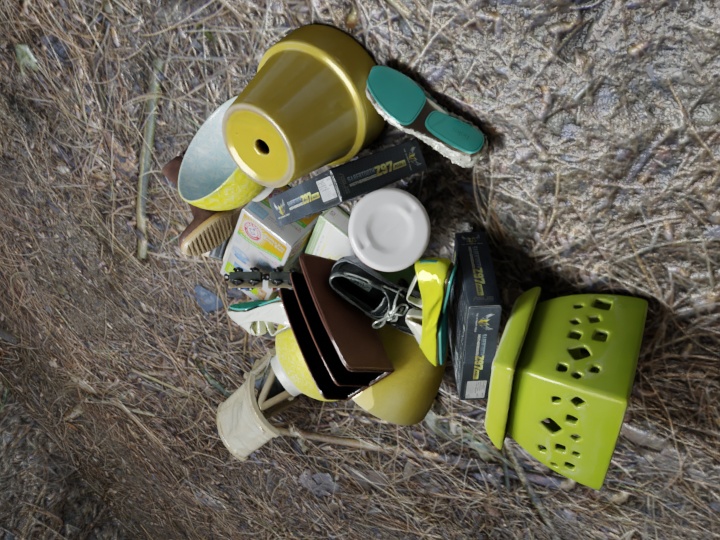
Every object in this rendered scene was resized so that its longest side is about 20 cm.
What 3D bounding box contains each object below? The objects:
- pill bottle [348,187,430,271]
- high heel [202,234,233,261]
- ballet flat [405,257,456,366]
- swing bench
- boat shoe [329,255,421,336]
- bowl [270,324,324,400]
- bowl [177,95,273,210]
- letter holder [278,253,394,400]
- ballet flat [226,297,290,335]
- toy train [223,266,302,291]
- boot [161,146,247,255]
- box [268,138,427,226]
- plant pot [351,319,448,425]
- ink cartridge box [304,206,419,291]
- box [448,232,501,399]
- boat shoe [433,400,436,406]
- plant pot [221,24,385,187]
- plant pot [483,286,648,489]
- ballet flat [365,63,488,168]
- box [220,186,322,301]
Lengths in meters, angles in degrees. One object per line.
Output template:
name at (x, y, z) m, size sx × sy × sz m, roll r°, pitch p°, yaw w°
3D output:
pill bottle at (0.038, -0.056, 1.246) m, size 0.114 × 0.114 × 0.200 m, roll 44°, pitch 180°, yaw -1°
high heel at (-0.251, -0.089, 1.607) m, size 0.071 × 0.144 × 0.200 m, roll 18°, pitch 177°, yaw -12°
ballet flat at (0.099, 0.058, 1.245) m, size 0.066 × 0.067 × 0.201 m, roll 11°, pitch 134°, yaw 10°
swing bench at (-0.192, 0.256, 1.730) m, size 0.130 × 0.200 × 0.199 m, roll 45°, pitch 142°, yaw -2°
boat shoe at (0.041, 0.051, 1.300) m, size 0.199 × 0.068 × 0.074 m, roll 36°, pitch 116°, yaw -8°
bowl at (-0.097, 0.163, 1.542) m, size 0.201 × 0.107 × 0.200 m, roll 56°, pitch -176°, yaw -5°
bowl at (-0.192, -0.172, 1.384) m, size 0.199 × 0.202 × 0.107 m, roll -8°, pitch 148°, yaw 45°
letter holder at (-0.056, 0.088, 1.321) m, size 0.100 × 0.142 × 0.201 m, roll -34°, pitch 67°, yaw 23°
ballet flat at (-0.168, 0.082, 1.482) m, size 0.199 × 0.069 × 0.070 m, roll -10°, pitch 118°, yaw 48°
toy train at (-0.131, 0.016, 1.444) m, size 0.198 × 0.034 × 0.046 m, roll 1°, pitch 156°, yaw -3°
boot at (-0.283, -0.124, 1.469) m, size 0.166 × 0.200 × 0.073 m, roll 32°, pitch 146°, yaw 18°
box at (-0.022, -0.126, 1.241) m, size 0.199 × 0.157 × 0.051 m, roll -13°, pitch 99°, yaw 59°
plant pot at (0.067, 0.134, 1.424) m, size 0.200 × 0.200 × 0.142 m, roll 38°, pitch 116°, yaw 8°
ink cartridge box at (0.000, 0.000, 1.453) m, size 0.200 × 0.048 × 0.146 m, roll 40°, pitch 141°, yaw 10°
box at (0.166, 0.069, 1.271) m, size 0.050 × 0.158 × 0.201 m, roll -2°, pitch 132°, yaw -2°
boat shoe at (0.046, 0.198, 1.562) m, size 0.200 × 0.066 × 0.074 m, roll 39°, pitch 160°, yaw 7°
plant pot at (-0.091, -0.220, 1.220) m, size 0.200 × 0.189 × 0.202 m, roll 24°, pitch 138°, yaw 23°
plant pot at (0.280, 0.150, 1.190) m, size 0.180 × 0.200 × 0.201 m, roll 13°, pitch 134°, yaw 16°
ballet flat at (0.086, -0.204, 1.180) m, size 0.200 × 0.072 × 0.072 m, roll 38°, pitch 141°, yaw 9°
box at (-0.158, -0.046, 1.506) m, size 0.112 × 0.101 × 0.200 m, roll 38°, pitch 141°, yaw 6°
